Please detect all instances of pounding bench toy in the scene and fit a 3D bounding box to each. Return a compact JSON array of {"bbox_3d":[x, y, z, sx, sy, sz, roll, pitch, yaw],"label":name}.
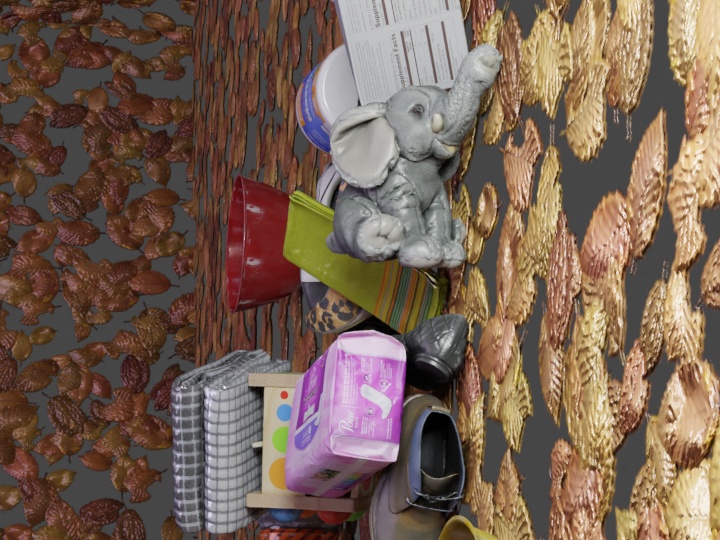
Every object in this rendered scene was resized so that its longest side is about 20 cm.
[{"bbox_3d":[-0.031,0.191,1.827,0.200,0.123,0.157,9,-98,-72],"label":"pounding bench toy"}]

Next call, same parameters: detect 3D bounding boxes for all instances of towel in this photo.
[{"bbox_3d":[0.000,0.000,1.680,0.200,0.018,0.086,32,129,28],"label":"towel"},{"bbox_3d":[-0.141,0.181,1.824,0.200,0.085,0.167,-26,-64,-70],"label":"towel"}]

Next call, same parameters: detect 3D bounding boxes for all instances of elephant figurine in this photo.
[{"bbox_3d":[0.045,-0.107,1.536,0.142,0.154,0.201,-52,-34,-84],"label":"elephant figurine"}]

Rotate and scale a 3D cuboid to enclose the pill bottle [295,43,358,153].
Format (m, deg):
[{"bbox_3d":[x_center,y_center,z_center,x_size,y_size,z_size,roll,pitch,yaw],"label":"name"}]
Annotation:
[{"bbox_3d":[-0.011,-0.186,1.867,0.200,0.111,0.113,168,104,-77],"label":"pill bottle"}]

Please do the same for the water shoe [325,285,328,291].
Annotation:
[{"bbox_3d":[0.011,-0.043,1.888,0.201,0.071,0.079,102,-167,-45],"label":"water shoe"}]

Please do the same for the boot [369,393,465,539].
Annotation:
[{"bbox_3d":[0.052,0.212,1.547,0.097,0.074,0.201,148,126,-80],"label":"boot"}]

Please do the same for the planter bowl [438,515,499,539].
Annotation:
[{"bbox_3d":[0.108,0.281,1.225,0.200,0.083,0.202,-176,90,-79],"label":"planter bowl"}]

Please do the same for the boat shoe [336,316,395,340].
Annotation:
[{"bbox_3d":[0.004,0.079,1.822,0.200,0.073,0.065,163,104,-78],"label":"boat shoe"}]

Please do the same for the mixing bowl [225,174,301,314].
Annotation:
[{"bbox_3d":[-0.130,-0.035,2.429,0.200,0.108,0.201,-177,90,-80],"label":"mixing bowl"}]

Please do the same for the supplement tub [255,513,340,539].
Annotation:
[{"bbox_3d":[-0.073,0.234,2.046,0.123,0.122,0.201,137,134,-74],"label":"supplement tub"}]

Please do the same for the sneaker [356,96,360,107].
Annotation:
[{"bbox_3d":[0.039,-0.106,1.743,0.079,0.074,0.201,-45,-39,-60],"label":"sneaker"}]

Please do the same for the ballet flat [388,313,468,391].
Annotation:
[{"bbox_3d":[0.062,0.078,1.610,0.057,0.066,0.200,-57,11,-13],"label":"ballet flat"}]

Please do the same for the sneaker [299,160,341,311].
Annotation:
[{"bbox_3d":[-0.029,-0.032,2.011,0.089,0.074,0.201,-152,65,-80],"label":"sneaker"}]

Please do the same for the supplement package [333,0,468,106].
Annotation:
[{"bbox_3d":[0.026,-0.278,1.596,0.200,0.110,0.156,-101,-1,-53],"label":"supplement package"}]

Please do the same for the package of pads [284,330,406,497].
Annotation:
[{"bbox_3d":[-0.016,0.140,1.609,0.200,0.075,0.121,130,146,-67],"label":"package of pads"}]

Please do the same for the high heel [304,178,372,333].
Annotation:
[{"bbox_3d":[-0.020,-0.015,1.753,0.200,0.071,0.143,-25,93,50],"label":"high heel"}]
